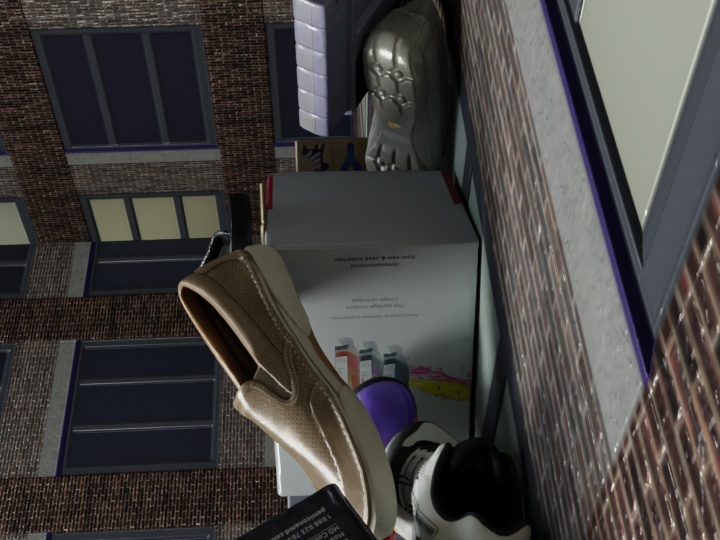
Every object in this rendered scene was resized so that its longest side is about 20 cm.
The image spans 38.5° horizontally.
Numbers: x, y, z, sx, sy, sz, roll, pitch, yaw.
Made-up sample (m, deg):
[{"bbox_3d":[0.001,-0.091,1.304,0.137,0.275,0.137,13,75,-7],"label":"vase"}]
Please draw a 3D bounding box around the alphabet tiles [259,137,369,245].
[{"bbox_3d":[-0.006,-0.012,0.877,0.006,0.166,0.201,11,105,62],"label":"alphabet tiles"}]

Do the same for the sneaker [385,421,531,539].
[{"bbox_3d":[0.060,0.126,0.582,0.200,0.075,0.088,-110,32,-69],"label":"sneaker"}]

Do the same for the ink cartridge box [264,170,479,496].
[{"bbox_3d":[0.003,0.044,0.767,0.145,0.144,0.201,-101,11,-64],"label":"ink cartridge box"}]

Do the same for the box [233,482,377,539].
[{"bbox_3d":[-0.005,0.252,0.493,0.198,0.123,0.201,44,148,37],"label":"box"}]

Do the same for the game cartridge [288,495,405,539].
[{"bbox_3d":[0.011,0.229,0.780,0.038,0.129,0.201,84,-178,-51],"label":"game cartridge"}]

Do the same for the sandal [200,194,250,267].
[{"bbox_3d":[-0.102,0.004,0.774,0.200,0.045,0.075,98,166,-65],"label":"sandal"}]

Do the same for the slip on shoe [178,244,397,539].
[{"bbox_3d":[-0.046,0.074,0.611,0.201,0.060,0.076,63,149,21],"label":"slip on shoe"}]

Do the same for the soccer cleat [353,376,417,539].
[{"bbox_3d":[0.001,0.172,0.688,0.073,0.068,0.201,-143,69,-69],"label":"soccer cleat"}]

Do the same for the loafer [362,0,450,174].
[{"bbox_3d":[0.043,-0.120,0.809,0.070,0.070,0.200,-51,-23,-30],"label":"loafer"}]

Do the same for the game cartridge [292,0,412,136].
[{"bbox_3d":[0.011,-0.208,0.772,0.200,0.038,0.130,-59,-22,-32],"label":"game cartridge"}]
